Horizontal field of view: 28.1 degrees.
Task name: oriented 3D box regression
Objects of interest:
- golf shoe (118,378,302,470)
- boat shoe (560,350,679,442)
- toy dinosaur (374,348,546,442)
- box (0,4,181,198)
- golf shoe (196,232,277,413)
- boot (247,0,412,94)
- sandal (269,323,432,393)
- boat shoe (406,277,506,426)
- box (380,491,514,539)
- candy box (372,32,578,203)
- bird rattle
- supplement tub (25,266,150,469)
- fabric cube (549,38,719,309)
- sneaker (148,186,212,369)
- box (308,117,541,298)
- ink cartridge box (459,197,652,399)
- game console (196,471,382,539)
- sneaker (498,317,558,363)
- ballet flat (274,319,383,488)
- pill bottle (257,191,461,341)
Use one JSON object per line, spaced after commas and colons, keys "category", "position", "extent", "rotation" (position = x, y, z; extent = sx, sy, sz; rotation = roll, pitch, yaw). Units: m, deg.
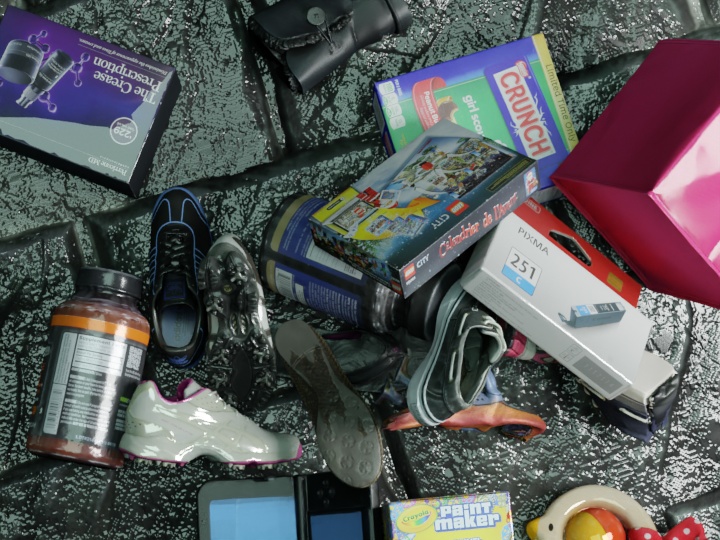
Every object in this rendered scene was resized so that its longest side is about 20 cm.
{"category": "golf shoe", "position": [-0.150, 0.161, 1.494], "extent": [0.198, 0.075, 0.093], "rotation": [8, 82, -27]}
{"category": "boat shoe", "position": [0.249, 0.108, 1.545], "extent": [0.074, 0.093, 0.199], "rotation": [-34, 50, -26]}
{"category": "toy dinosaur", "position": [0.108, 0.154, 1.496], "extent": [0.180, 0.105, 0.201], "rotation": [26, 41, -6]}
{"category": "box", "position": [-0.315, -0.184, 1.576], "extent": [0.198, 0.079, 0.143], "rotation": [20, 82, 2]}
{"category": "golf shoe", "position": [-0.126, 0.055, 1.522], "extent": [0.077, 0.095, 0.202], "rotation": [-1, 119, 0]}
{"category": "boot", "position": [-0.058, -0.316, 1.608], "extent": [0.167, 0.076, 0.201], "rotation": [-30, 88, -11]}
{"category": "sandal", "position": [-0.014, 0.092, 1.548], "extent": [0.198, 0.048, 0.076], "rotation": [0, 79, -1]}
{"category": "boat shoe", "position": [0.112, 0.077, 1.425], "extent": [0.072, 0.070, 0.201], "rotation": [55, 40, -28]}
{"category": "box", "position": [0.086, 0.324, 1.432], "extent": [0.120, 0.200, 0.195], "rotation": [-5, 80, -3]}
{"category": "candy box", "position": [0.131, -0.146, 1.583], "extent": [0.198, 0.077, 0.171], "rotation": [-17, 80, -6]}
{"category": "bird rattle", "position": [0.264, 0.295, 1.499], "extent": [0.199, 0.113, 0.164], "rotation": [-30, 65, -10]}
{"category": "supplement tub", "position": [-0.280, 0.102, 1.509], "extent": [0.106, 0.107, 0.202], "rotation": [10, 78, 0]}
{"category": "fabric cube", "position": [0.359, -0.098, 1.490], "extent": [0.200, 0.196, 0.200], "rotation": [44, 80, -24]}
{"category": "sneaker", "position": [-0.193, 0.003, 1.544], "extent": [0.069, 0.078, 0.203], "rotation": [-5, 80, -3]}
{"category": "box", "position": [0.065, -0.067, 1.445], "extent": [0.199, 0.038, 0.136], "rotation": [-38, 46, -25]}
{"category": "ink cartridge box", "position": [0.212, 0.007, 1.476], "extent": [0.199, 0.045, 0.177], "rotation": [37, 47, -10]}
{"category": "game console", "position": [-0.070, 0.309, 1.471], "extent": [0.116, 0.175, 0.203], "rotation": [4, 77, -40]}
{"category": "sneaker", "position": [0.177, 0.018, 1.534], "extent": [0.074, 0.081, 0.202], "rotation": [15, 48, -15]}
{"category": "ballet flat", "position": [-0.030, 0.138, 1.484], "extent": [0.067, 0.046, 0.201], "rotation": [-32, 62, 1]}
{"category": "pill bottle", "position": [0.000, 0.000, 1.506], "extent": [0.198, 0.112, 0.113], "rotation": [22, 79, 22]}
